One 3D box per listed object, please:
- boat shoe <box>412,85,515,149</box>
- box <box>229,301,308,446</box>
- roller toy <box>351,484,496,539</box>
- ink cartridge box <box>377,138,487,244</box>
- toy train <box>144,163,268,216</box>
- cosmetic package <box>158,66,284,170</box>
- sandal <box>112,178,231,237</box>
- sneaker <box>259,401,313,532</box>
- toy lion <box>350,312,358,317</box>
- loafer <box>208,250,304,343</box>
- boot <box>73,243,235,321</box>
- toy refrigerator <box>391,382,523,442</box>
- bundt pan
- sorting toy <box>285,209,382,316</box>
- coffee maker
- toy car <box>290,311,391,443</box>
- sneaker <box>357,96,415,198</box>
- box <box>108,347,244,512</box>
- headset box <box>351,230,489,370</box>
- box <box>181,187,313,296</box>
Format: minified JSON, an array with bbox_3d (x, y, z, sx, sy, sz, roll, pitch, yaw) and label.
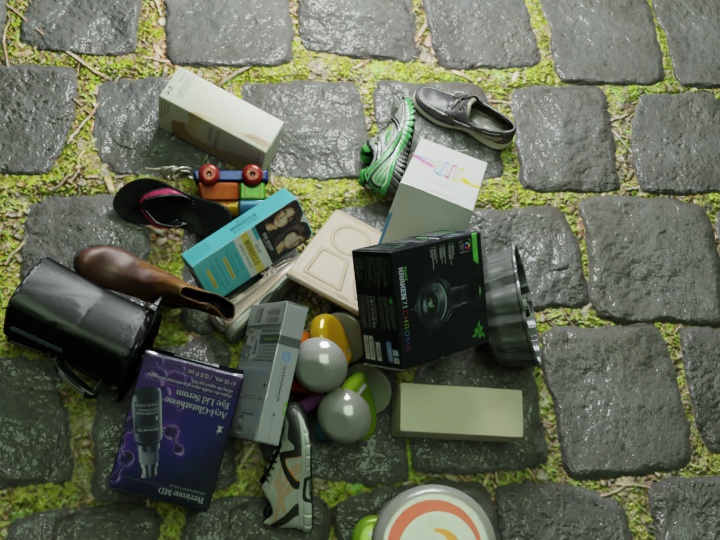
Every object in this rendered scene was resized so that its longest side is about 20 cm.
[{"bbox_3d":[0.190,-0.286,1.872,0.199,0.065,0.072,28,65,1],"label":"boat shoe"},{"bbox_3d":[-0.141,0.149,1.522,0.041,0.156,0.202,17,78,-22],"label":"box"},{"bbox_3d":[0.101,0.408,1.503,0.182,0.140,0.200,-37,81,-14],"label":"roller toy"},{"bbox_3d":[0.123,-0.115,1.712,0.124,0.129,0.200,21,33,2],"label":"ink cartridge box"},{"bbox_3d":[-0.249,-0.109,1.690,0.198,0.085,0.117,-1,84,-9],"label":"toy train"},{"bbox_3d":[-0.234,-0.243,1.732,0.199,0.105,0.071,28,65,1],"label":"cosmetic package"},{"bbox_3d":[-0.302,-0.098,1.649,0.198,0.045,0.076,13,102,10],"label":"sandal"},{"bbox_3d":[-0.107,0.287,1.502,0.079,0.074,0.202,0,104,-2],"label":"sneaker"},{"bbox_3d":[0.101,0.022,1.722,0.199,0.069,0.193,20,57,-4],"label":"toy lion"},{"bbox_3d":[-0.155,0.028,1.652,0.063,0.072,0.200,40,67,14],"label":"loafer"},{"bbox_3d":[-0.304,0.024,1.516,0.188,0.199,0.069,33,80,-36],"label":"boot"},{"bbox_3d":[0.150,0.225,1.636,0.198,0.070,0.077,4,72,-11],"label":"toy refrigerator"},{"bbox_3d":[0.234,0.063,1.669,0.075,0.202,0.204,-11,67,13],"label":"bundt pan"},{"bbox_3d":[0.000,0.000,1.654,0.184,0.037,0.200,28,43,8],"label":"sorting toy"},{"bbox_3d":[-0.398,0.067,1.509,0.199,0.193,0.135,27,22,-2],"label":"coffee maker"},{"bbox_3d":[-0.054,0.171,1.570,0.149,0.175,0.201,-22,98,21],"label":"toy car"},{"bbox_3d":[0.047,-0.223,1.804,0.084,0.078,0.201,14,60,2],"label":"sneaker"},{"bbox_3d":[-0.260,0.224,1.482,0.147,0.104,0.202,14,86,-7],"label":"box"},{"bbox_3d":[0.097,0.039,1.550,0.199,0.092,0.176,-12,101,-40],"label":"headset box"},{"bbox_3d":[-0.177,-0.040,1.645,0.199,0.083,0.049,-35,38,-14],"label":"box"}]
